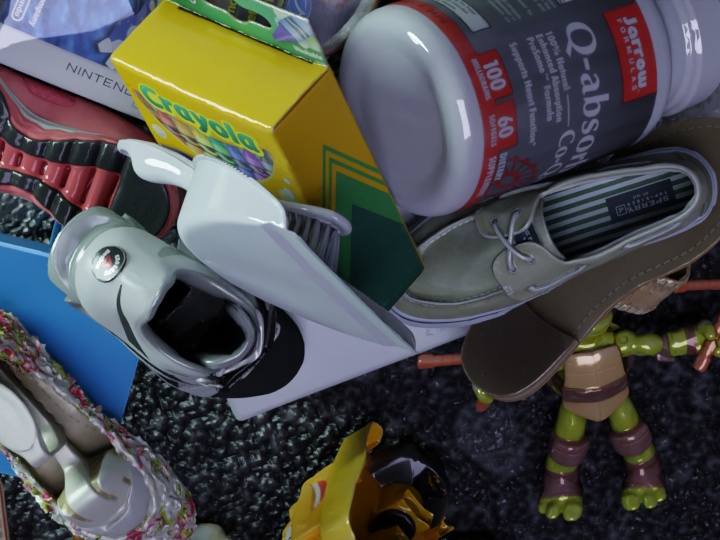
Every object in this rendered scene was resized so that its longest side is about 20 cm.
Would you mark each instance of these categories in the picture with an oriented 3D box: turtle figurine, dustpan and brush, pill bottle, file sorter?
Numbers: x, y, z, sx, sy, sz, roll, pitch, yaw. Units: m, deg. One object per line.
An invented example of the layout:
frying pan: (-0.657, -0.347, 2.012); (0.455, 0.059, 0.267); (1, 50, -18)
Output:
turtle figurine: (0.131, 0.072, 1.567); (0.199, 0.064, 0.162); (-14, 124, -10)
dustpan and brush: (-0.064, -0.029, 1.345); (0.140, 0.199, 0.057); (45, 66, -48)
pill bottle: (0.097, -0.110, 1.416); (0.199, 0.116, 0.116); (-21, 119, -32)
file sorter: (-0.228, 0.020, 1.483); (0.199, 0.123, 0.139); (13, 112, -11)

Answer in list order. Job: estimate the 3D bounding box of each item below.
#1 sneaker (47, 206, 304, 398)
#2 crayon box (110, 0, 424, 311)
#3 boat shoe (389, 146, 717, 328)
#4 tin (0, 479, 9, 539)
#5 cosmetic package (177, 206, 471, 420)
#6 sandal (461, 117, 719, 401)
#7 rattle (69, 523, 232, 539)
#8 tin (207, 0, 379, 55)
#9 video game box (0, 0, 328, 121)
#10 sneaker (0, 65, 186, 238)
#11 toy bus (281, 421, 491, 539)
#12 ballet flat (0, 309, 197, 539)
sneaker: (-0.081, 0.037, 1.405); (0.200, 0.088, 0.074); (29, 91, -52)
crayon box: (-0.053, -0.067, 1.383); (0.052, 0.125, 0.200); (-48, 140, -20)
boat shoe: (0.099, -0.024, 1.429); (0.199, 0.062, 0.072); (-22, 84, 10)
tin: (-0.266, 0.165, 1.547); (0.111, 0.042, 0.201); (-15, 140, -16)
cosmetic package: (0.000, 0.000, 1.521); (0.199, 0.074, 0.102); (-19, 115, 6)
sandal: (0.146, -0.005, 1.487); (0.212, 0.070, 0.078); (-43, 73, 4)
rattle: (-0.130, 0.185, 1.520); (0.129, 0.200, 0.144); (-3, 116, 3)
tin: (-0.030, -0.209, 1.388); (0.111, 0.042, 0.201); (13, 113, -16)
video game box: (-0.091, -0.177, 1.449); (0.181, 0.047, 0.201); (20, 111, -16)
sneaker: (-0.185, -0.072, 1.476); (0.200, 0.087, 0.074); (29, 106, 10)
toy bus: (-0.007, 0.220, 1.599); (0.191, 0.136, 0.200); (-26, 112, 25)
ballet flat: (-0.167, 0.100, 1.422); (0.076, 0.064, 0.200); (-41, 112, 12)
